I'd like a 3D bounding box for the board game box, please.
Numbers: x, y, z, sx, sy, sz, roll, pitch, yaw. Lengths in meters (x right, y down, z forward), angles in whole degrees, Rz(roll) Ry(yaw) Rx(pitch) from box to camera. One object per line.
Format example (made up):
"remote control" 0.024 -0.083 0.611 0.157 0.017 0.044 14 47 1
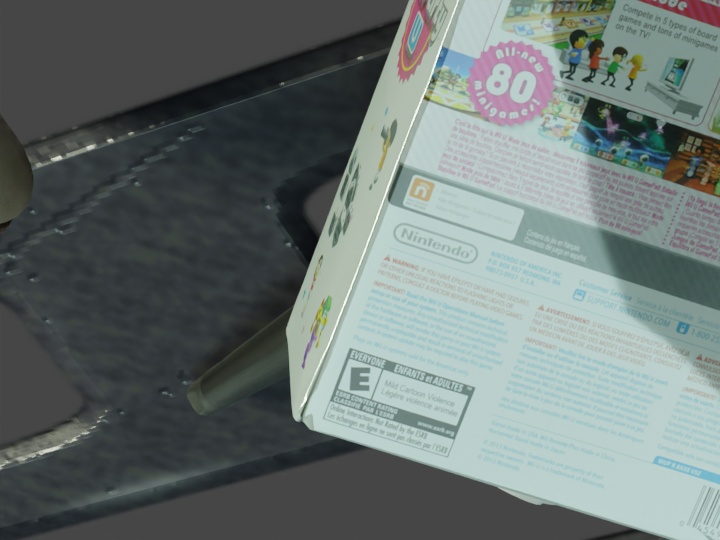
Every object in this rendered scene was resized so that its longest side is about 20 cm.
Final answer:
"board game box" 0.080 -0.036 0.668 0.147 0.064 0.201 18 110 -10

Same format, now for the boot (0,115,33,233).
"boot" -0.141 -0.103 0.681 0.199 0.071 0.146 32 129 -24

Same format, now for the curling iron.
"curling iron" 0.000 0.000 0.791 0.025 0.050 0.200 5 148 -32

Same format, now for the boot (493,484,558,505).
"boot" 0.104 0.032 0.780 0.199 0.073 0.090 20 131 -39
